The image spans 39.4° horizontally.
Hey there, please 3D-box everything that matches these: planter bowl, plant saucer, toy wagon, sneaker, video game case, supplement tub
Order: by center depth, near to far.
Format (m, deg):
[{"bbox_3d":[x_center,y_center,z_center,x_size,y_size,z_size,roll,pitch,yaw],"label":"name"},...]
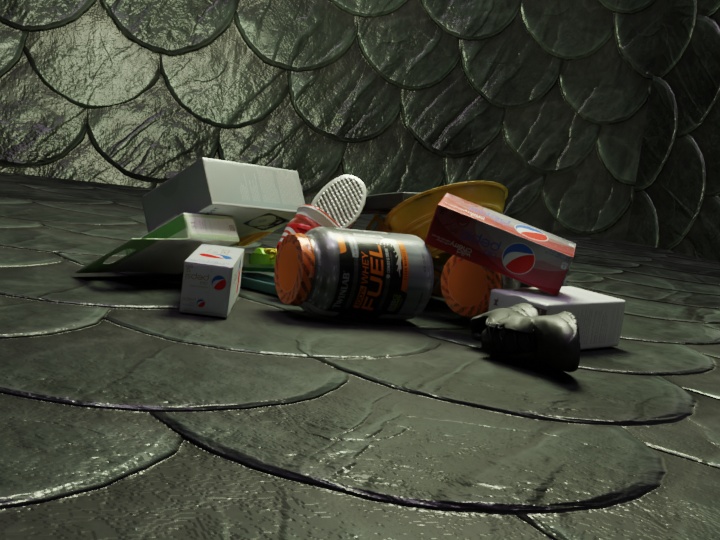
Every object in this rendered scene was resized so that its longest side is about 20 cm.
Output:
[{"bbox_3d":[0.200,0.086,1.232,0.090,0.076,0.200,-5,4,-18],"label":"sneaker"},{"bbox_3d":[-0.010,0.004,1.386,0.199,0.123,0.122,3,8,-28],"label":"supplement tub"},{"bbox_3d":[-0.040,0.004,1.493,0.200,0.116,0.078,36,-21,-3],"label":"sneaker"},{"bbox_3d":[-0.106,0.028,1.514,0.199,0.019,0.070,13,8,33],"label":"plant saucer"},{"bbox_3d":[0.216,0.018,1.525,0.122,0.123,0.200,13,10,38],"label":"supplement tub"},{"bbox_3d":[0.144,-0.061,1.569,0.199,0.084,0.200,-12,-17,-4],"label":"planter bowl"},{"bbox_3d":[-0.189,-0.018,1.605,0.155,0.040,0.200,2,2,-38],"label":"toy wagon"},{"bbox_3d":[-0.060,-0.061,1.605,0.078,0.200,0.079,31,-22,1],"label":"sneaker"},{"bbox_3d":[0.085,-0.111,1.665,0.180,0.026,0.200,-1,0,-34],"label":"video game case"}]

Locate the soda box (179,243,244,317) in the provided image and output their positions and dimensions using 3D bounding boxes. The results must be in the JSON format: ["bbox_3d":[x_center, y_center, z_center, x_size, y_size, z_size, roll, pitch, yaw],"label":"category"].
[{"bbox_3d":[-0.197,0.010,1.349,0.063,0.068,0.200,7,7,-3],"label":"soda box"}]

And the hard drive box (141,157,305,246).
[{"bbox_3d":[-0.210,-0.102,1.558,0.156,0.077,0.199,-25,-18,38],"label":"hard drive box"}]

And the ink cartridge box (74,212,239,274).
[{"bbox_3d":[-0.296,-0.038,1.460,0.145,0.048,0.200,-25,-17,37],"label":"ink cartridge box"}]

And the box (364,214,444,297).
[{"bbox_3d":[0.090,-0.024,1.679,0.119,0.042,0.200,23,16,-40],"label":"box"}]

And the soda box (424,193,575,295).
[{"bbox_3d":[0.195,-0.037,1.399,0.199,0.064,0.070,22,23,9],"label":"soda box"}]

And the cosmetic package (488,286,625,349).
[{"bbox_3d":[0.275,0.067,1.407,0.199,0.074,0.101,-2,12,-44],"label":"cosmetic package"}]
